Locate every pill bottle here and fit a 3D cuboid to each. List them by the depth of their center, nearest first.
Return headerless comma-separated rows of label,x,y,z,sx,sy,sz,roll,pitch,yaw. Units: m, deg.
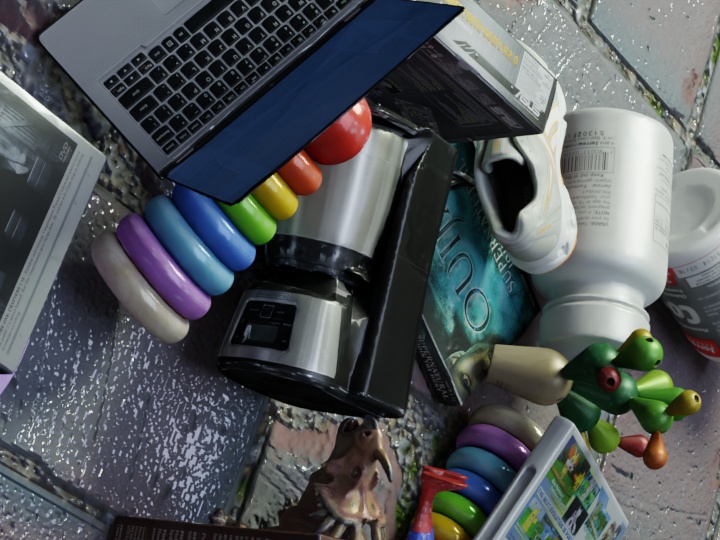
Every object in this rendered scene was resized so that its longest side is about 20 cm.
pill bottle,0.199,-0.022,1.512,0.114,0.114,0.202,29,59,-43
pill bottle,0.337,0.012,1.682,0.200,0.113,0.114,52,54,-33

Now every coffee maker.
coffee maker,0.000,0.000,1.281,0.191,0.134,0.202,18,80,-32

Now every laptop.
laptop,-0.073,-0.152,1.125,0.187,0.116,0.200,-41,80,-13

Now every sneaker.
sneaker,0.121,-0.103,1.439,0.092,0.075,0.202,28,47,-60

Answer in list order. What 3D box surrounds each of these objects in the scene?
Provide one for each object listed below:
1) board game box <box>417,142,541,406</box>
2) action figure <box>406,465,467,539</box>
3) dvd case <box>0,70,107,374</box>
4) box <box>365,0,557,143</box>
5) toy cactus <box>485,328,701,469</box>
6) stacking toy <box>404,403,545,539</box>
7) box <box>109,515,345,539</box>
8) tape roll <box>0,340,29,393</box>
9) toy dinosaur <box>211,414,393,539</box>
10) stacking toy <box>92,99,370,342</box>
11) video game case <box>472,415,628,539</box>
board game box,0.070,-0.012,1.454,0.135,0.028,0.201,-46,121,-39
action figure,0.066,0.253,1.316,0.065,0.098,0.202,-5,110,-84
dvd case,-0.242,-0.054,1.023,0.200,0.025,0.151,41,60,-40
box,0.023,-0.159,1.310,0.200,0.157,0.049,36,64,-40
toy cactus,0.180,0.103,1.448,0.200,0.163,0.103,89,15,-74
stacking toy,0.073,0.202,1.426,0.200,0.085,0.086,-50,124,-27
box,-0.069,0.205,1.171,0.100,0.199,0.076,24,73,-44
tape roll,-0.282,0.002,1.043,0.199,0.065,0.202,1,88,-48
toy dinosaur,-0.013,0.207,1.280,0.086,0.135,0.201,-41,119,-39
stacking toy,-0.074,-0.046,1.174,0.200,0.085,0.085,-39,125,2
video game case,0.139,0.234,1.454,0.183,0.022,0.200,-54,145,-14
